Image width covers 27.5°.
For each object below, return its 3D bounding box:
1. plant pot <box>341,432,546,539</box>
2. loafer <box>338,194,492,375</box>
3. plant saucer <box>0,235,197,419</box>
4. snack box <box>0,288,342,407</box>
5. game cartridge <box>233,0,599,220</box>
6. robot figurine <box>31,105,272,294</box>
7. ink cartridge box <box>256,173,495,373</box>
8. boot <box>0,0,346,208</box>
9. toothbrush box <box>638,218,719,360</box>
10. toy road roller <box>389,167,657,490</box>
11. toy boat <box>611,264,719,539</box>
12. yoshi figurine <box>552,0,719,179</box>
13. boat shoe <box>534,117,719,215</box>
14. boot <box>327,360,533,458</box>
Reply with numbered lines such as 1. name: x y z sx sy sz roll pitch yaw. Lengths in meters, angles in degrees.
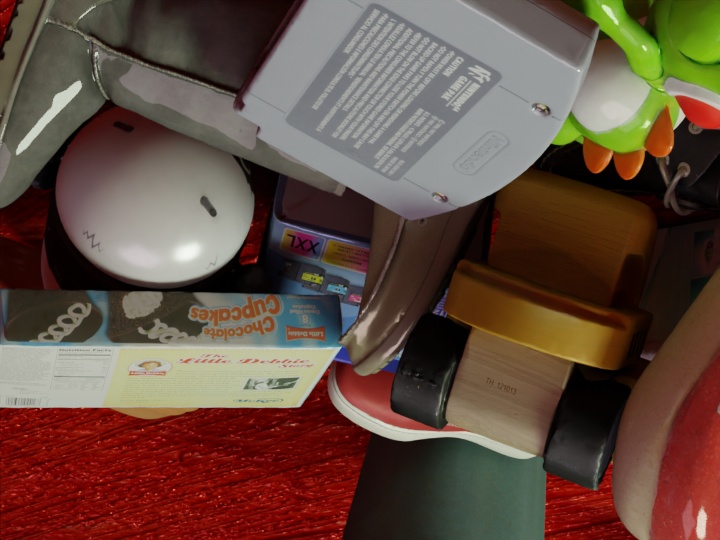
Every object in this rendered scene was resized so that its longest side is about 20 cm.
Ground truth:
1. plant pot: 0.069 0.217 1.198 0.198 0.198 0.201 10 152 5
2. loafer: 0.034 -0.035 0.826 0.068 0.201 0.076 30 -166 6
3. plant saucer: -0.196 0.044 1.036 0.199 0.038 0.200 34 -175 -3
4. snack box: -0.119 0.049 0.887 0.198 0.038 0.116 2 157 -16
5. game cartridge: 0.024 -0.088 0.686 0.133 0.041 0.200 32 156 -9
6. robot figurine: -0.134 -0.025 0.922 0.148 0.126 0.200 2 156 -16
7. ink cartridge box: 0.000 0.000 0.968 0.135 0.077 0.200 14 153 -4
8. boot: -0.099 -0.084 0.799 0.198 0.073 0.183 19 112 -18
9. toothbrush box: 0.260 0.036 0.921 0.198 0.086 0.146 -12 144 35
10. toy road roller: 0.110 0.025 0.814 0.122 0.148 0.200 20 -173 17
11. toy boat: 0.219 0.071 0.747 0.130 0.201 0.130 35 178 23
12. yoshi figurine: 0.140 -0.122 0.665 0.112 0.113 0.200 35 151 -17
13. boat shoe: 0.188 -0.060 0.778 0.197 0.061 0.074 -3 149 9
14. boot: 0.085 0.077 1.080 0.198 0.073 0.144 13 152 -19
